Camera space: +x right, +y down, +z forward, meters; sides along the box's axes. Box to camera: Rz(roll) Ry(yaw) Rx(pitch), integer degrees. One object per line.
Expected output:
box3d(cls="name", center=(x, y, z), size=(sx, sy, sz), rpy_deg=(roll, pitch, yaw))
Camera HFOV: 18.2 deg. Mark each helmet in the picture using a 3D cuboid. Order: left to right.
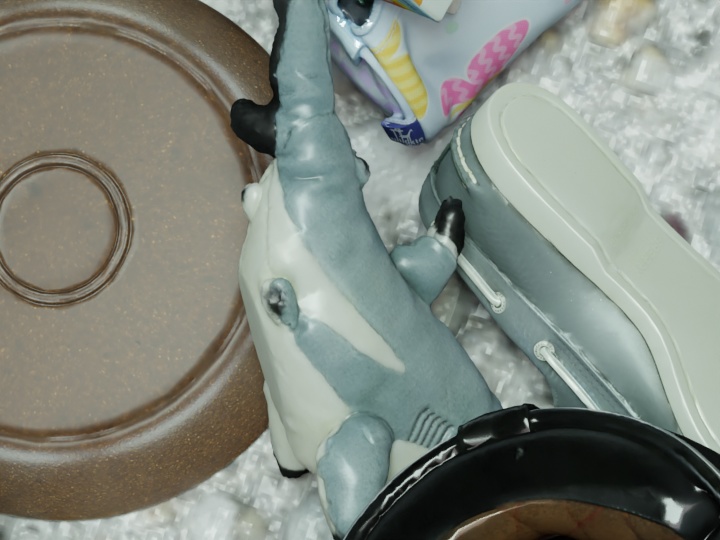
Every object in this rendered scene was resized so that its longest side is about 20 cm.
box3d(cls="helmet", center=(0.080, 0.153, 0.691), size=(0.198, 0.191, 0.202), rpy_deg=(-11, 55, 16))

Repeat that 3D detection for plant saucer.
box3d(cls="plant saucer", center=(-0.107, -0.013, 0.801), size=(0.198, 0.034, 0.202), rpy_deg=(-1, 82, 4))

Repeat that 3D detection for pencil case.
box3d(cls="pencil case", center=(0.061, -0.137, 0.780), size=(0.200, 0.091, 0.083), rpy_deg=(-42, 67, -4))

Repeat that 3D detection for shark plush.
box3d(cls="shark plush", center=(0.000, 0.000, 0.755), size=(0.083, 0.091, 0.202), rpy_deg=(-19, 99, -11))

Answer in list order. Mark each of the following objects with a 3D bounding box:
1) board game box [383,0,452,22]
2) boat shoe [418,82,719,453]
box3d(cls="board game box", center=(-0.040, -0.171, 0.732), size=(0.199, 0.105, 0.104), rpy_deg=(27, 83, 46))
box3d(cls="boat shoe", center=(0.094, 0.029, 0.781), size=(0.201, 0.073, 0.062), rpy_deg=(52, 131, 1))
